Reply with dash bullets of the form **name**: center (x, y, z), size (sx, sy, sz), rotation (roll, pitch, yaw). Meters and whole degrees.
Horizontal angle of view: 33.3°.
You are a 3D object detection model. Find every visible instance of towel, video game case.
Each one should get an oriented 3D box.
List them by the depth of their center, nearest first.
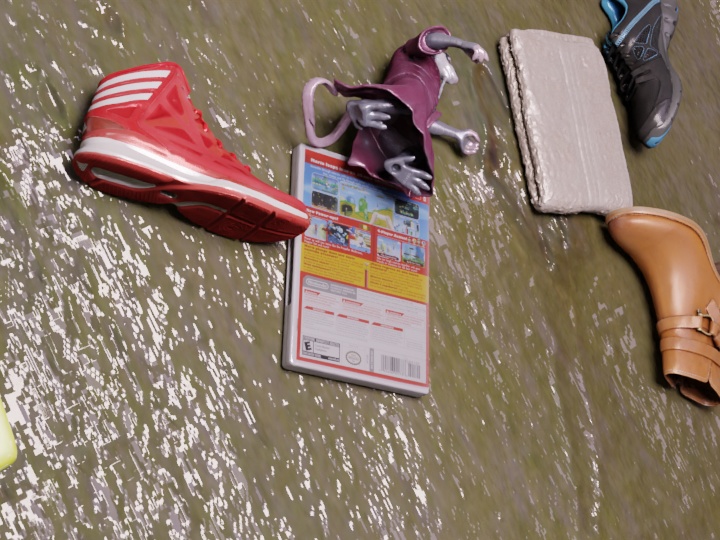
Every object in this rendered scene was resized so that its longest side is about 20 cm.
- **video game case**: center (0.000, 0.000, 1.050), size (0.142, 0.017, 0.202), rotation (15, 65, -30)
- **towel**: center (0.212, -0.152, 1.247), size (0.131, 0.034, 0.203), rotation (1, 74, -34)

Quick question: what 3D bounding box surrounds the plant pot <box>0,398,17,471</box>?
- **plant pot**: center (-0.341, 0.072, 0.678), size (0.198, 0.181, 0.202), rotation (-23, 86, -39)

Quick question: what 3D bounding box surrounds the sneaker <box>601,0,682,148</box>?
- **sneaker**: center (0.302, -0.224, 1.325), size (0.081, 0.073, 0.202), rotation (12, 60, -14)

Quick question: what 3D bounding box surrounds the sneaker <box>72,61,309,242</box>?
- **sneaker**: center (-0.123, -0.103, 0.964), size (0.198, 0.078, 0.117), rotation (21, 63, -29)

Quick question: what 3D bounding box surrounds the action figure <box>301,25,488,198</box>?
- **action figure**: center (0.039, -0.152, 1.100), size (0.147, 0.135, 0.201), rotation (8, 39, 8)

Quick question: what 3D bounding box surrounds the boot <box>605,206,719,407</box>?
- **boot**: center (0.321, 0.036, 1.232), size (0.199, 0.074, 0.156), rotation (28, 63, -21)
